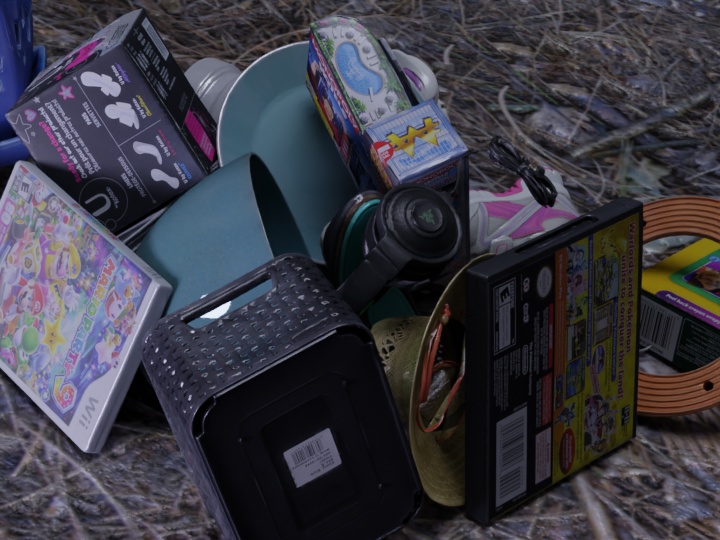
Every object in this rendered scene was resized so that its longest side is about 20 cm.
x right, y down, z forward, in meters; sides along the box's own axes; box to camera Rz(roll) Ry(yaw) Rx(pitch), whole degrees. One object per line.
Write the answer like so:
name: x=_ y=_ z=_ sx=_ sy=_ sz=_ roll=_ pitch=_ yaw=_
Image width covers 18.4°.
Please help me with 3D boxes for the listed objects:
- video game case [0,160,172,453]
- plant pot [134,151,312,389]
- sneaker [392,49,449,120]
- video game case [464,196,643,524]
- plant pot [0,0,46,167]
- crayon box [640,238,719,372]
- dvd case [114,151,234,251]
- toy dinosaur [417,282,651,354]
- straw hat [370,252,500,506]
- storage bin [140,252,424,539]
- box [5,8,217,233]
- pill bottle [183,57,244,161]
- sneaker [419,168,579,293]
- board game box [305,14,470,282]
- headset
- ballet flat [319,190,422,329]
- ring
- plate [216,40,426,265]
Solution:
video game case: x=-0.229 y=0.025 z=1.680 sx=0.018 sy=0.144 sz=0.200 roll=8 pitch=23 yaw=-47
plant pot: x=-0.105 y=0.029 z=1.684 sx=0.134 sy=0.201 sz=0.200 roll=-22 pitch=33 yaw=6
sneaker: x=0.047 y=-0.151 z=2.016 sx=0.099 sy=0.075 sz=0.200 roll=9 pitch=-7 yaw=-15
video game case: x=0.144 y=0.065 z=1.646 sx=0.025 sy=0.201 sz=0.180 roll=21 pitch=32 yaw=40
plant pot: x=-0.371 y=-0.184 z=1.907 sx=0.199 sy=0.180 sz=0.200 roll=-13 pitch=32 yaw=4
crayon box: x=0.345 y=0.045 z=1.858 sx=0.200 sy=0.059 sz=0.172 roll=30 pitch=37 yaw=33
dvd case: x=-0.197 y=-0.024 z=1.788 sx=0.016 sy=0.148 sz=0.200 roll=57 pitch=37 yaw=-8
toy dinosaur: x=0.122 y=0.062 z=1.783 sx=0.200 sy=0.077 sz=0.102 roll=15 pitch=13 yaw=43
straw hat: x=0.044 y=0.073 z=1.632 sx=0.085 sy=0.202 sz=0.201 roll=9 pitch=29 yaw=26
storage bin: x=-0.051 y=0.106 z=1.512 sx=0.135 sy=0.200 sz=0.094 roll=-28 pitch=43 yaw=-11
box: x=-0.200 y=-0.121 z=1.813 sx=0.114 sy=0.132 sz=0.200 roll=-31 pitch=13 yaw=6
pill bottle: x=-0.067 y=-0.110 z=1.952 sx=0.199 sy=0.116 sz=0.116 roll=25 pitch=36 yaw=24
sneaker: x=0.124 y=-0.020 z=1.882 sx=0.200 sy=0.082 sz=0.088 roll=-23 pitch=58 yaw=-36
board game box: x=0.027 y=-0.102 z=1.733 sx=0.061 sy=0.200 sz=0.201 roll=-25 pitch=81 yaw=-9
headset: x=0.047 y=-0.015 z=1.598 sx=0.094 sy=0.124 sz=0.200 roll=42 pitch=82 yaw=2
ballet flat: x=0.000 y=0.000 z=1.729 sx=0.073 sy=0.200 sz=0.073 roll=-8 pitch=50 yaw=9
ring: x=0.255 y=0.030 z=1.801 sx=0.200 sy=0.019 sz=0.201 roll=-10 pitch=57 yaw=15
plate: x=-0.025 y=-0.095 z=1.841 sx=0.199 sy=0.026 sz=0.201 roll=6 pitch=70 yaw=-16
